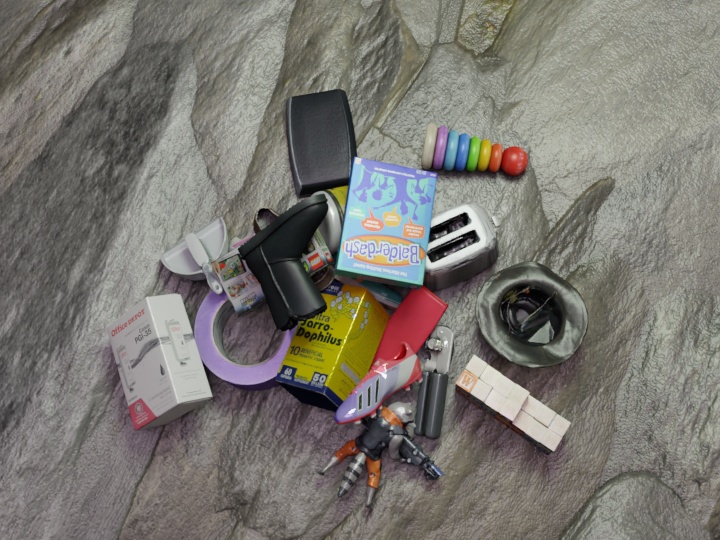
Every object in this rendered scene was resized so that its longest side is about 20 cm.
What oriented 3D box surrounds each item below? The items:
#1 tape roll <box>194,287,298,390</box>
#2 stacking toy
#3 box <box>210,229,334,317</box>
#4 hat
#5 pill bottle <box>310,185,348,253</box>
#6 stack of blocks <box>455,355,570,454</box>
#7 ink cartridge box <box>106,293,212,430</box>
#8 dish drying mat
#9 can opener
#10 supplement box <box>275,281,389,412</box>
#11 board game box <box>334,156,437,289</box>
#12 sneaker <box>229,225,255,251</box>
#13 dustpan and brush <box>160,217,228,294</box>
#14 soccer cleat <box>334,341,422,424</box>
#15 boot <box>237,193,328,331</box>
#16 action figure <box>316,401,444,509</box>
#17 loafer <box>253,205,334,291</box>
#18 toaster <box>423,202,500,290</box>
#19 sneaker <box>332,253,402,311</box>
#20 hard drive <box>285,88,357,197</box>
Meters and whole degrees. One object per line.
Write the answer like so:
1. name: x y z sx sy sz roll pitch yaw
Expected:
1. tape roll: -0.196 0.113 1.723 0.197 0.085 0.203 -1 76 5
2. stacking toy: 0.216 -0.218 1.775 0.197 0.085 0.087 10 77 3
3. box: -0.154 -0.013 1.641 0.199 0.035 0.111 -29 88 21
4. hat: 0.302 0.090 1.690 0.198 0.081 0.203 -2 68 6
5. pill bottle: 0.012 -0.103 1.719 0.198 0.112 0.114 -13 74 -26
6. stack of blocks: 0.261 0.233 1.638 0.199 0.115 0.059 34 81 11
7. ink cartridge box: -0.362 0.162 1.693 0.146 0.082 0.202 -32 72 37
8. dish drying mat: 0.074 0.122 1.703 0.077 0.018 0.201 37 100 15
9. can opener: 0.139 0.197 1.685 0.052 0.066 0.203 4 81 44
10. supplement box: -0.047 0.134 1.663 0.108 0.110 0.202 10 66 32
11. board game box: 0.044 -0.080 1.622 0.150 0.045 0.203 10 77 -6
12. sneaker: -0.159 -0.057 1.764 0.198 0.082 0.089 -23 71 -6
13. dustpan and brush: -0.286 -0.015 1.740 0.139 0.057 0.201 -33 54 -4
14. soccer cleat: 0.025 0.195 1.626 0.199 0.066 0.077 -28 99 -33
15. boot: -0.095 -0.009 1.559 0.199 0.076 0.169 -34 83 27
16. action figure: 0.042 0.318 1.642 0.199 0.104 0.195 34 94 18
17. loafer: -0.127 -0.039 1.675 0.200 0.071 0.073 41 81 21
18. toaster: 0.157 -0.042 1.708 0.198 0.129 0.115 -23 74 -1
19. sneaker: 0.000 0.000 1.741 0.199 0.071 0.080 30 82 11
20. hard drive: -0.076 -0.249 1.823 0.133 0.042 0.203 -8 76 3
